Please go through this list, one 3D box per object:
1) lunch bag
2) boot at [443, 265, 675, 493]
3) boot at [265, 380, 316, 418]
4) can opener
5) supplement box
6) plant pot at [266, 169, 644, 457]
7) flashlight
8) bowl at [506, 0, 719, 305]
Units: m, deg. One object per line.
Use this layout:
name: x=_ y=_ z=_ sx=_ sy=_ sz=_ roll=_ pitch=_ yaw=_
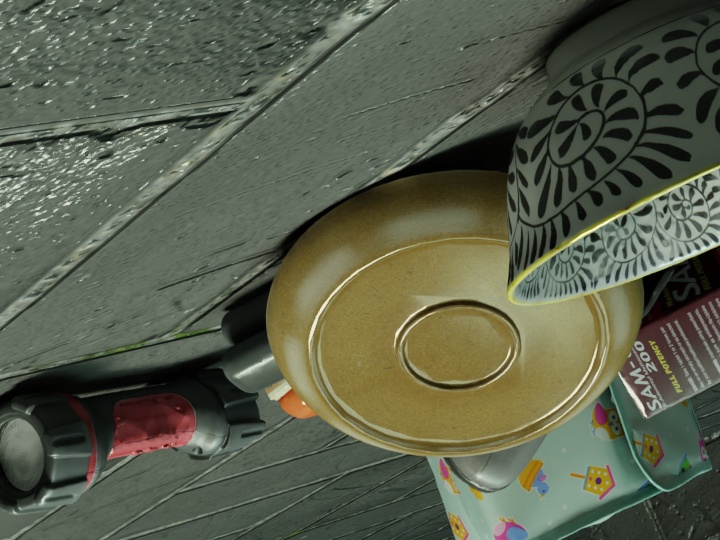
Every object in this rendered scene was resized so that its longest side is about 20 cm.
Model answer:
lunch bag: x=0.145 y=0.097 z=1.517 sx=0.198 sy=0.172 sz=0.122 roll=-19 pitch=176 yaw=-18
boot: x=0.114 y=0.030 z=1.185 sx=0.201 sy=0.069 sz=0.132 roll=-65 pitch=-169 yaw=-9
boot: x=0.038 y=0.075 z=1.381 sx=0.198 sy=0.108 sz=0.075 roll=-16 pitch=169 yaw=-24
can opener: x=0.000 y=0.000 z=1.137 sx=0.199 sy=0.053 sz=0.066 roll=-31 pitch=131 yaw=29
supplement box: x=0.236 y=-0.002 z=1.266 sx=0.199 sy=0.061 sz=0.109 roll=-29 pitch=-156 yaw=10
plant pot: x=0.050 y=0.033 z=1.105 sx=0.198 sy=0.028 sz=0.201 roll=-1 pitch=133 yaw=-1
flashlight: x=-0.132 y=0.095 z=1.237 sx=0.068 sy=0.068 sz=0.199 roll=-24 pitch=168 yaw=35
bowl: x=0.141 y=-0.068 z=0.951 sx=0.199 sy=0.095 sz=0.201 roll=-21 pitch=169 yaw=-4
